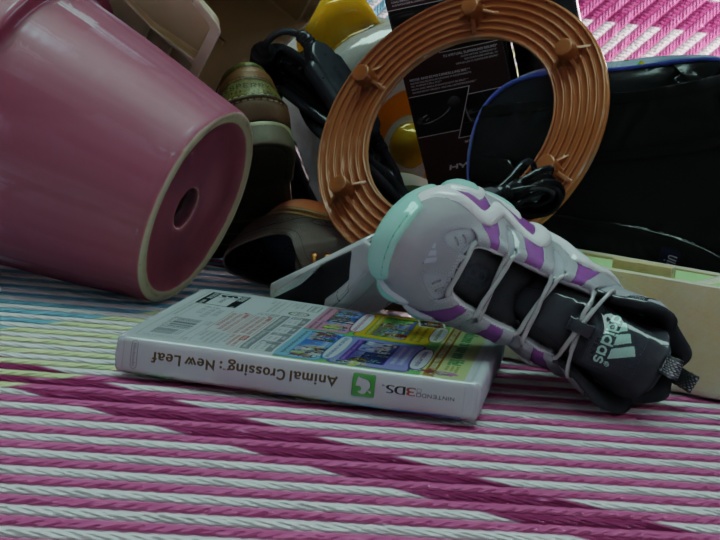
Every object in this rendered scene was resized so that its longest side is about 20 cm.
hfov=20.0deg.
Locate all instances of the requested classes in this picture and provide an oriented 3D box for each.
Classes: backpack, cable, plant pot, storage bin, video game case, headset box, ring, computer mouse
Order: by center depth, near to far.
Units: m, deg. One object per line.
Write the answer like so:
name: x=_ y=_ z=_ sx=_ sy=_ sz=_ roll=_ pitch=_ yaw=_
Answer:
video game case: x=-0.019 y=0.042 z=1.086 sx=0.181 sy=0.022 sz=0.200 roll=7 pitch=7 yaw=7
computer mouse: x=0.023 y=-0.006 z=1.190 sx=0.110 sy=0.044 sz=0.200 roll=-28 pitch=1 yaw=-39
plant pot: x=-0.174 y=-0.074 z=1.255 sx=0.179 sy=0.201 sz=0.200 roll=25 pitch=13 yaw=16
ring: x=0.059 y=-0.093 z=1.269 sx=0.200 sy=0.201 sz=0.019 roll=12 pitch=-20 yaw=36
backpack: x=0.176 y=-0.041 z=1.301 sx=0.199 sy=0.184 sz=0.147 roll=1 pitch=-2 yaw=22
storage bin: x=-0.094 y=-0.198 z=1.389 sx=0.094 sy=0.199 sz=0.200 roll=40 pitch=55 yaw=3
cable: x=-0.023 y=-0.063 z=1.406 sx=0.051 sy=0.200 sz=0.163 roll=-31 pitch=-9 yaw=-29
headset box: x=0.061 y=-0.180 z=1.421 sx=0.077 sy=0.201 sz=0.149 roll=-10 pitch=24 yaw=6

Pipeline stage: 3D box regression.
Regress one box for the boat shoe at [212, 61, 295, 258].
boat shoe: x=-0.080 y=-0.072 z=1.387 sx=0.072 sy=0.068 sz=0.200 roll=-3 pitch=-23 yaw=-17

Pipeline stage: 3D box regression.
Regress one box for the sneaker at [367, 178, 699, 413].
sneaker: x=0.106 y=0.022 z=1.048 sx=0.200 sy=0.078 sz=0.140 roll=17 pitch=12 yaw=-46

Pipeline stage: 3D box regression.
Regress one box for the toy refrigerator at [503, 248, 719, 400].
toy refrigerator: x=0.178 y=0.028 z=1.180 sx=0.199 sy=0.070 sz=0.076 roll=11 pitch=8 yaw=26

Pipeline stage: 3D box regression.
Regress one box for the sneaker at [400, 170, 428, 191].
sneaker: x=0.104 y=-0.016 z=1.513 sx=0.200 sy=0.067 sz=0.090 roll=12 pitch=23 yaw=-19

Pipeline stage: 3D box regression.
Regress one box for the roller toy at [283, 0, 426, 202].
roller toy: x=0.011 y=-0.108 z=1.594 sx=0.182 sy=0.201 sz=0.140 roll=10 pitch=5 yaw=-30

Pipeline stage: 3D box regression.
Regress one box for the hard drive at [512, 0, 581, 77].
hard drive: x=0.126 y=-0.174 z=1.404 sx=0.033 sy=0.200 sz=0.140 roll=-16 pitch=30 yaw=-2

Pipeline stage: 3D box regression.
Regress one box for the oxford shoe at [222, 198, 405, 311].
oxford shoe: x=0.000 y=0.000 z=1.303 sx=0.200 sy=0.072 sz=0.073 roll=5 pitch=22 yaw=39
